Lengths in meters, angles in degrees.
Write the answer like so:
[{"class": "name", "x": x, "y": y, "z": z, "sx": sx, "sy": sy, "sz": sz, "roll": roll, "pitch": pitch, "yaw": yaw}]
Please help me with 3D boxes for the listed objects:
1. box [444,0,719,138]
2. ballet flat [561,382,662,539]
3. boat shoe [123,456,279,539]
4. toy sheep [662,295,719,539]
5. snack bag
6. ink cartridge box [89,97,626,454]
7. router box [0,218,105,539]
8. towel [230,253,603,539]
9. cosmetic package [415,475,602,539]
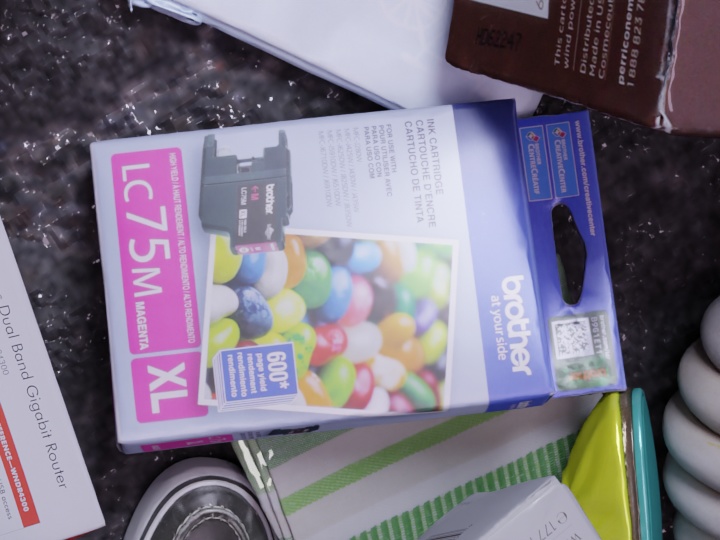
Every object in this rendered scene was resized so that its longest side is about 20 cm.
[{"class": "box", "x": 0.161, "y": -0.137, "z": 0.822, "sx": 0.199, "sy": 0.164, "sz": 0.166, "roll": 2, "pitch": 101, "yaw": -25}, {"class": "ballet flat", "x": 0.099, "y": 0.144, "z": 0.908, "sx": 0.067, "sy": 0.067, "sz": 0.201, "roll": -9, "pitch": 108, "yaw": 13}, {"class": "boat shoe", "x": -0.063, "y": 0.178, "z": 0.899, "sx": 0.070, "sy": 0.064, "sz": 0.201, "roll": 2, "pitch": 99, "yaw": -13}, {"class": "toy sheep", "x": 0.187, "y": 0.075, "z": 0.908, "sx": 0.137, "sy": 0.138, "sz": 0.201, "roll": 0, "pitch": 106, "yaw": -13}, {"class": "snack bag", "x": 0.023, "y": -0.161, "z": 0.880, "sx": 0.188, "sy": 0.021, "sz": 0.200, "roll": 23, "pitch": 94, "yaw": -15}, {"class": "ink cartridge box", "x": 0.000, "y": 0.000, "z": 0.861, "sx": 0.199, "sy": 0.042, "sz": 0.120, "roll": -6, "pitch": 81, "yaw": -5}, {"class": "router box", "x": -0.202, "y": 0.024, "z": 0.770, "sx": 0.179, "sy": 0.049, "sz": 0.201, "roll": -13, "pitch": 80, "yaw": -41}, {"class": "towel", "x": 0.042, "y": 0.111, "z": 0.922, "sx": 0.152, "sy": 0.023, "sz": 0.200, "roll": -23, "pitch": 108, "yaw": -12}, {"class": "cosmetic package", "x": 0.073, "y": 0.192, "z": 0.835, "sx": 0.113, "sy": 0.081, "sz": 0.200, "roll": -38, "pitch": 96, "yaw": -26}]
